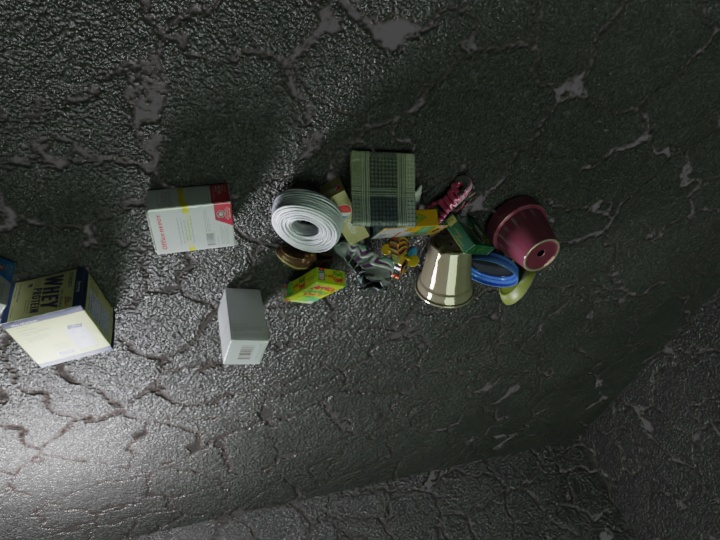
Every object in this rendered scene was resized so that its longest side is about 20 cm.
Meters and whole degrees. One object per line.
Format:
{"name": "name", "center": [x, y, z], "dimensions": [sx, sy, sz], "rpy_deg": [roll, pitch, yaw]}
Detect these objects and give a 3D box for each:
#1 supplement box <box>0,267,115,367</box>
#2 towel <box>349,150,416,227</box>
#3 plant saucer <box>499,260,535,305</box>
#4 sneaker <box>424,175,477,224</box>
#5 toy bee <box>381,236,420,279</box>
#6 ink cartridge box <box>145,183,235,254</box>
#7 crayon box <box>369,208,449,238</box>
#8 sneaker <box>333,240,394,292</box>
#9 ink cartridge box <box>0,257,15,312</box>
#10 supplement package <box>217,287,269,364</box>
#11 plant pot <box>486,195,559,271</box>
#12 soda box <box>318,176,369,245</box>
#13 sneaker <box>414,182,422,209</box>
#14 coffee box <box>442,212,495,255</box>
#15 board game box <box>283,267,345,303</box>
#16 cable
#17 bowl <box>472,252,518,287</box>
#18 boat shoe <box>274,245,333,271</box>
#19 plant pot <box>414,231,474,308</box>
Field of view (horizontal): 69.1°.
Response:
{"name": "supplement box", "center": [-0.794, 0.127, 1.395], "dimensions": [0.197, 0.135, 0.201], "rpy_deg": [-14, 139, -8]}
{"name": "towel", "center": [0.060, -0.216, 1.384], "dimensions": [0.189, 0.034, 0.204], "rpy_deg": [-1, 91, -18]}
{"name": "plant saucer", "center": [0.542, 0.022, 1.827], "dimensions": [0.031, 0.201, 0.201], "rpy_deg": [25, 125, -10]}
{"name": "sneaker", "center": [0.272, -0.190, 1.565], "dimensions": [0.200, 0.080, 0.095], "rpy_deg": [-42, 147, 24]}
{"name": "toy bee", "center": [0.131, -0.032, 1.621], "dimensions": [0.200, 0.130, 0.109], "rpy_deg": [45, 70, -34]}
{"name": "ink cartridge box", "center": [-0.424, -0.130, 1.316], "dimensions": [0.197, 0.084, 0.146], "rpy_deg": [-8, 137, -16]}
{"name": "crayon box", "center": [0.136, -0.133, 1.488], "dimensions": [0.197, 0.053, 0.126], "rpy_deg": [-4, 172, -17]}
{"name": "sneaker", "center": [0.000, 0.000, 1.553], "dimensions": [0.197, 0.141, 0.078], "rpy_deg": [22, 144, -4]}
{"name": "ink cartridge box", "center": [-0.954, 0.036, 1.220], "dimensions": [0.144, 0.148, 0.199], "rpy_deg": [-39, 136, 20]}
{"name": "supplement package", "center": [-0.355, 0.166, 1.574], "dimensions": [0.116, 0.202, 0.118], "rpy_deg": [4, 134, -26]}
{"name": "plant pot", "center": [0.528, -0.103, 1.666], "dimensions": [0.197, 0.180, 0.202], "rpy_deg": [-13, 135, -13]}
{"name": "soda box", "center": [-0.044, -0.162, 1.460], "dimensions": [0.067, 0.065, 0.201], "rpy_deg": [-26, 138, 5]}
{"name": "sneaker", "center": [0.088, -0.219, 1.445], "dimensions": [0.198, 0.078, 0.101], "rpy_deg": [-4, 120, -35]}
{"name": "coffee box", "center": [0.331, -0.108, 1.583], "dimensions": [0.044, 0.124, 0.199], "rpy_deg": [-40, 162, 25]}
{"name": "board game box", "center": [-0.143, 0.048, 1.589], "dimensions": [0.100, 0.048, 0.199], "rpy_deg": [10, 156, -36]}
{"name": "cable", "center": [-0.144, -0.130, 1.396], "dimensions": [0.197, 0.070, 0.200], "rpy_deg": [20, 147, -11]}
{"name": "bowl", "center": [0.437, -0.006, 1.767], "dimensions": [0.198, 0.040, 0.201], "rpy_deg": [19, 161, 7]}
{"name": "boat shoe", "center": [-0.163, -0.042, 1.538], "dimensions": [0.199, 0.072, 0.068], "rpy_deg": [18, 122, -44]}
{"name": "plant pot", "center": [0.281, -0.014, 1.680], "dimensions": [0.197, 0.201, 0.186], "rpy_deg": [-8, 127, -14]}
